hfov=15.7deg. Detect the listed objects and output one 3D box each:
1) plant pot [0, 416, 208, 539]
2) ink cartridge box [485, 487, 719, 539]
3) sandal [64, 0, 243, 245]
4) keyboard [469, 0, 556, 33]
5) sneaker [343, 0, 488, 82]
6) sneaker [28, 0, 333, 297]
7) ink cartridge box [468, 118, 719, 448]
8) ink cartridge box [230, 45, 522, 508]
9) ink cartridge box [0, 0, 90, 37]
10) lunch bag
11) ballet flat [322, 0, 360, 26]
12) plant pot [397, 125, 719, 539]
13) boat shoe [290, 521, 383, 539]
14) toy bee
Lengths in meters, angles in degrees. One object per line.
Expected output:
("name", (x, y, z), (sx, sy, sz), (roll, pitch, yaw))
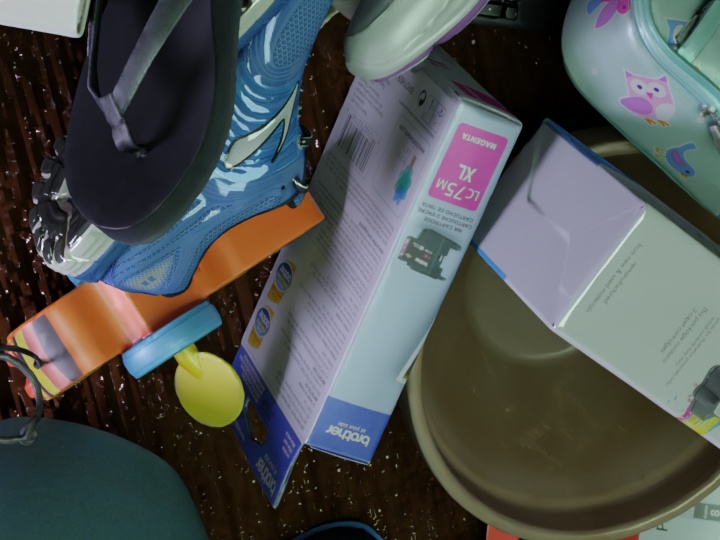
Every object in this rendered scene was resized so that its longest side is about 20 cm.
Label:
("plant pot", (-0.141, 0.145, 1.171), (0.199, 0.200, 0.136), (27, 63, -26))
("ink cartridge box", (0.158, 0.172, 1.324), (0.198, 0.047, 0.162), (6, 93, -23))
("sandal", (-0.079, -0.110, 1.030), (0.043, 0.076, 0.202), (24, 76, -50))
("keyboard", (0.088, -0.203, 1.171), (0.103, 0.040, 0.202), (3, 111, -19))
("sneaker", (0.030, -0.176, 1.108), (0.099, 0.075, 0.201), (31, 78, -18))
("sneaker", (-0.054, -0.076, 1.092), (0.089, 0.079, 0.201), (27, 104, -38))
("ink cartridge box", (0.151, 0.027, 1.142), (0.199, 0.115, 0.068), (35, 98, -28))
("ink cartridge box", (0.000, 0.000, 1.179), (0.042, 0.119, 0.201), (20, 104, -24))
("ink cartridge box", (-0.200, -0.127, 0.999), (0.198, 0.176, 0.045), (9, 110, -5))
("lunch bag", (0.181, -0.127, 1.163), (0.160, 0.077, 0.201), (41, 59, -23))
("ballet flat", (-0.031, -0.116, 1.150), (0.200, 0.072, 0.072), (-41, 118, 2))
("plant pot", (0.101, 0.020, 1.238), (0.199, 0.093, 0.202), (-7, 113, -17))
("boat shoe", (-0.068, 0.194, 1.265), (0.200, 0.069, 0.084), (-41, 118, 1))
("toy bee", (-0.116, 0.013, 1.166), (0.199, 0.109, 0.132), (-9, 79, -30))
